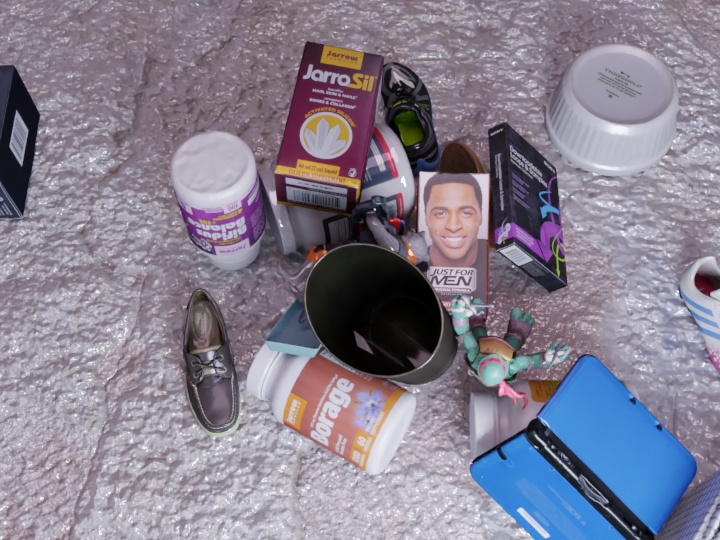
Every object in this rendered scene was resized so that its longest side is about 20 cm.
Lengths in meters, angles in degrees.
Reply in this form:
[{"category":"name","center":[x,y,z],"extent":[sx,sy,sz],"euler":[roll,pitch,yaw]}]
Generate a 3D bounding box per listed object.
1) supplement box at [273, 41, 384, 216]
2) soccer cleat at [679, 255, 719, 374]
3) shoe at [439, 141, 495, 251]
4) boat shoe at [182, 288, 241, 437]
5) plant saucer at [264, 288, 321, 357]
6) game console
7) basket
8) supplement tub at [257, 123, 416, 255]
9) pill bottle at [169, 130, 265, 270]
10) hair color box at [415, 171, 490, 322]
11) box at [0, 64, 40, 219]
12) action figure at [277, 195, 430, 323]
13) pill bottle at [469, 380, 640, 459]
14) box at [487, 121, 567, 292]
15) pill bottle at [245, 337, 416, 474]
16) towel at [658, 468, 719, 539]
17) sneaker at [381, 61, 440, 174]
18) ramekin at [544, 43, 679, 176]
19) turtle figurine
[{"category":"supplement box","center":[-0.039,-0.184,1.224],"extent":[0.109,0.086,0.202],"euler":[10,67,1]},{"category":"soccer cleat","center":[0.482,0.072,1.233],"extent":[0.069,0.087,0.201],"euler":[-20,62,-10]},{"category":"shoe","center":[0.173,-0.103,1.364],"extent":[0.070,0.053,0.201],"euler":[-41,55,26]},{"category":"boat shoe","center":[-0.202,0.118,1.235],"extent":[0.072,0.065,0.202],"euler":[-14,62,-8]},{"category":"plant saucer","center":[-0.062,0.062,1.224],"extent":[0.069,0.019,0.200],"euler":[8,21,11]},{"category":"game console","center":[0.259,0.231,1.097],"extent":[0.200,0.171,0.118],"euler":[45,39,-5]},{"category":"basket","center":[0.044,0.068,1.134],"extent":[0.180,0.200,0.137],"euler":[35,89,25]},{"category":"supplement tub","center":[-0.034,-0.112,1.318],"extent":[0.198,0.141,0.141],"euler":[-19,62,-10]},{"category":"pill bottle","center":[-0.186,-0.085,1.272],"extent":[0.111,0.201,0.113],"euler":[-1,60,2]},{"category":"hair color box","center":[0.124,-0.029,1.283],"extent":[0.100,0.061,0.203],"euler":[1,77,2]},{"category":"box","center":[-0.597,-0.184,1.385],"extent":[0.194,0.124,0.202],"euler":[-4,60,2]},{"category":"action figure","center":[0.000,0.000,1.225],"extent":[0.191,0.200,0.105],"euler":[-19,63,-1]},{"category":"pill bottle","center":[0.236,0.191,1.157],"extent":[0.197,0.111,0.112],"euler":[0,60,1]},{"category":"box","center":[0.232,-0.088,1.304],"extent":[0.036,0.142,0.202],"euler":[-23,53,33]},{"category":"pill bottle","center":[-0.039,0.161,1.181],"extent":[0.199,0.113,0.113],"euler":[26,64,16]},{"category":"towel","center":[0.396,0.315,1.055],"extent":[0.085,0.166,0.200],"euler":[34,67,13]},{"category":"sneaker","center":[0.072,-0.241,1.418],"extent":[0.070,0.083,0.201],"euler":[-21,59,11]},{"category":"ramekin","center":[0.381,-0.249,1.412],"extent":[0.200,0.095,0.204],"euler":[-1,61,1]},{"category":"turtle figurine","center":[0.164,0.088,1.132],"extent":[0.149,0.200,0.101],"euler":[30,103,-1]}]
